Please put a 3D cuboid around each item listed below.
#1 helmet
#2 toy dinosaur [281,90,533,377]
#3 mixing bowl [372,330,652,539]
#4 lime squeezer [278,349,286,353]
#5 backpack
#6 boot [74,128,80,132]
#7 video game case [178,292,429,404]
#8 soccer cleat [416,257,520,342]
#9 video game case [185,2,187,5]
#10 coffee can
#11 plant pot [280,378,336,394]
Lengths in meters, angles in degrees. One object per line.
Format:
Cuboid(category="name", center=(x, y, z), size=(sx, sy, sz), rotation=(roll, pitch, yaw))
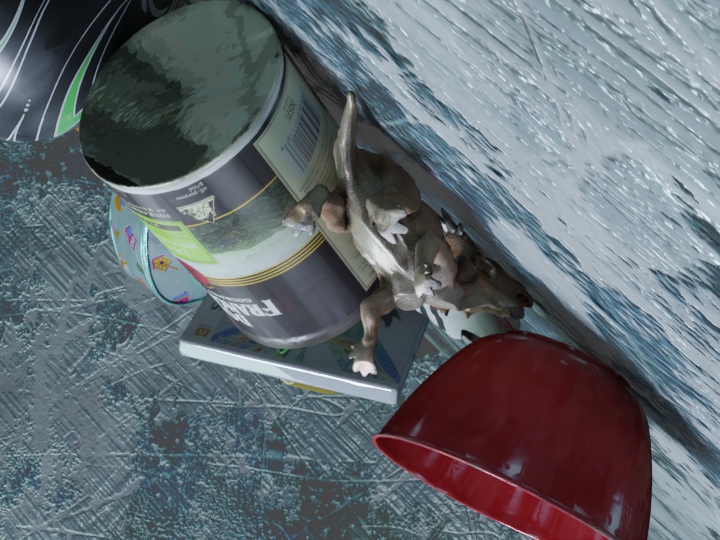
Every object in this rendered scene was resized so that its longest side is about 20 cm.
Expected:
Cuboid(category="helmet", center=(-0.229, -0.185, 1.011), size=(0.200, 0.191, 0.200), rotation=(44, 177, 3))
Cuboid(category="toy dinosaur", center=(0.024, -0.028, 0.947), size=(0.201, 0.085, 0.136), rotation=(61, -151, -18))
Cuboid(category="mixing bowl", center=(0.118, 0.110, 0.994), size=(0.199, 0.109, 0.200), rotation=(25, 166, 7))
Cuboid(category="lime squeezer", center=(0.000, 0.000, 1.221), size=(0.038, 0.200, 0.071), rotation=(41, -143, 7))
Cuboid(category="backpack", center=(-0.155, -0.053, 1.542), size=(0.153, 0.198, 0.177), rotation=(43, 142, 47))
Cuboid(category="boot", center=(-0.171, -0.146, 1.129), size=(0.144, 0.071, 0.202), rotation=(37, 140, 5))
Cuboid(category="video game case", center=(-0.039, 0.035, 1.326), size=(0.198, 0.183, 0.022), rotation=(12, 128, 11))
Cuboid(category="soccer cleat", center=(0.064, 0.015, 1.115), size=(0.085, 0.069, 0.200), rotation=(47, 173, -12))
Cuboid(category="video game case", center=(-0.217, -0.278, 1.280), size=(0.182, 0.023, 0.200), rotation=(44, 178, 13))
Cuboid(category="coffee can", center=(-0.075, -0.060, 0.991), size=(0.146, 0.146, 0.200), rotation=(42, 173, 41))
Cuboid(category="plant pot", center=(-0.037, 0.025, 1.717), size=(0.195, 0.195, 0.200), rotation=(42, -177, 30))
